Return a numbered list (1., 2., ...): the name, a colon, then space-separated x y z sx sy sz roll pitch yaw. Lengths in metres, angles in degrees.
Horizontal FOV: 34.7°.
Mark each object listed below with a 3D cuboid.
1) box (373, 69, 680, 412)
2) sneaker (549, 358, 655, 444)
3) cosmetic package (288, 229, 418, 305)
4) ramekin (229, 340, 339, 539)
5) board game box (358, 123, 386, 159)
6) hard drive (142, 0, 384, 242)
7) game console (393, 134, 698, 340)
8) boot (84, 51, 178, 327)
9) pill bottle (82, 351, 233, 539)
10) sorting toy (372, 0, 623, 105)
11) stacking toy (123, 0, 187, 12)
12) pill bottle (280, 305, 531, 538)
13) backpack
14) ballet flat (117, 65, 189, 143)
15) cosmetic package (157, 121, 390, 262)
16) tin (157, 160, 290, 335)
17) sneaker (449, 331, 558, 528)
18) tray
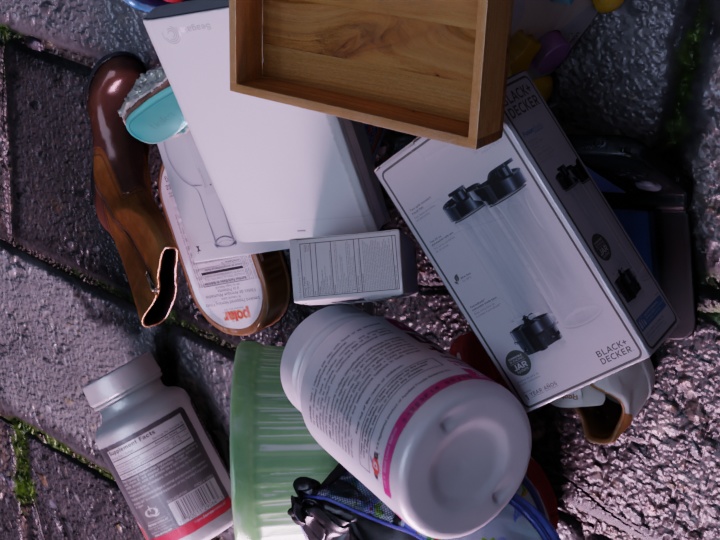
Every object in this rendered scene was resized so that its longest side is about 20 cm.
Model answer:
1. box: 0.111 -0.018 0.781 0.116 0.060 0.201 -34 89 42
2. sneaker: 0.163 0.048 0.850 0.072 0.085 0.201 -1 130 43
3. cosmetic package: 0.000 0.000 0.913 0.082 0.200 0.051 -3 89 6
4. ramekin: -0.058 0.163 1.040 0.097 0.200 0.202 -1 112 0
5. board game box: -0.045 -0.154 0.995 0.152 0.045 0.201 37 128 19
6. hard drive: -0.070 -0.112 0.876 0.131 0.026 0.201 -2 127 27
7. game console: 0.139 -0.025 0.867 0.198 0.175 0.118 5 82 35
8. boot: -0.213 -0.079 1.079 0.201 0.068 0.189 61 141 43
9. pill bottle: -0.213 0.193 1.224 0.110 0.110 0.201 -27 91 41
10. sorting toy: 0.082 -0.171 0.803 0.107 0.180 0.200 46 130 13
11. stacking toy: -0.128 -0.310 0.973 0.199 0.110 0.117 -26 83 26
12. pill bottle: 0.025 0.101 0.850 0.200 0.112 0.115 30 129 55
13. backpack: 0.072 0.228 0.915 0.199 0.147 0.184 15 132 39
14. ballet flat: -0.117 -0.164 0.919 0.199 0.072 0.072 -17 98 34
15. cosmetic package: -0.083 -0.094 0.987 0.199 0.052 0.152 -8 106 38
16. tin: -0.135 -0.033 1.121 0.111 0.042 0.202 -8 103 43
17. sneaker: 0.088 0.154 1.002 0.115 0.078 0.202 -11 100 38
18. tray: 0.001 -0.148 0.733 0.199 0.037 0.100 18 118 33
